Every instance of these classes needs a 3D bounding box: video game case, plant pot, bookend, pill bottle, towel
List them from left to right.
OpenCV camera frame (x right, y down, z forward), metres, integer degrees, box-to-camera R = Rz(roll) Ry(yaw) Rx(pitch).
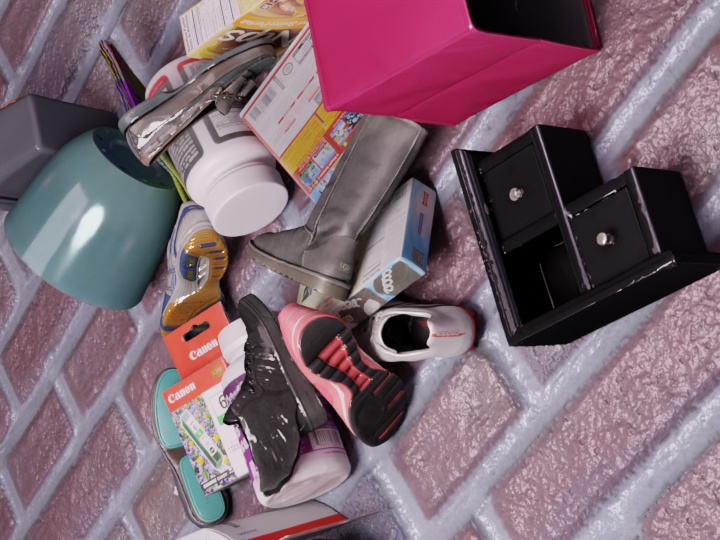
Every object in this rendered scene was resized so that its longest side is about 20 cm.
[{"bbox_3d":[-0.319,-0.079,1.819,0.162,0.199,0.201,-55,54,21],"label":"plant pot"},{"bbox_3d":[-0.260,-0.181,1.784,0.023,0.144,0.201,-30,52,3],"label":"towel"},{"bbox_3d":[-0.167,-0.146,1.712,0.114,0.113,0.201,-48,57,34],"label":"pill bottle"},{"bbox_3d":[-0.092,0.152,1.632,0.112,0.111,0.202,-39,63,39],"label":"pill bottle"},{"bbox_3d":[-0.035,-0.161,1.605,0.143,0.017,0.200,-50,62,17],"label":"video game case"},{"bbox_3d":[0.205,-0.058,1.338,0.199,0.091,0.201,-29,69,41],"label":"bookend"}]

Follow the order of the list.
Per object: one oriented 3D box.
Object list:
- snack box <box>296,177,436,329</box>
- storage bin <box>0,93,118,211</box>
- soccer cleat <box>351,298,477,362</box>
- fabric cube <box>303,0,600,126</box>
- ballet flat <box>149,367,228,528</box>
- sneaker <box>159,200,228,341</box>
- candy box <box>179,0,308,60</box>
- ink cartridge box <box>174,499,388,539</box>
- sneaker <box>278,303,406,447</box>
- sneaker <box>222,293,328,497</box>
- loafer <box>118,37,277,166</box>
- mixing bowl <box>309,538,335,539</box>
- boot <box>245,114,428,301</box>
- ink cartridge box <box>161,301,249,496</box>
[{"bbox_3d":[0.000,0.000,1.552,0.200,0.037,0.117,-38,30,40],"label":"snack box"},{"bbox_3d":[-0.414,-0.167,1.925,0.133,0.199,0.147,-25,72,31],"label":"storage bin"},{"bbox_3d":[0.033,0.063,1.521,0.198,0.084,0.070,-1,89,46],"label":"soccer cleat"},{"bbox_3d":[0.077,-0.270,1.397,0.198,0.198,0.199,-22,75,43],"label":"fabric cube"},{"bbox_3d":[-0.214,0.221,1.793,0.073,0.073,0.202,-30,75,42],"label":"ballet flat"},{"bbox_3d":[-0.202,0.002,1.772,0.201,0.074,0.089,113,148,-42],"label":"sneaker"},{"bbox_3d":[-0.099,-0.297,1.640,0.199,0.114,0.056,-26,71,43],"label":"candy box"},{"bbox_3d":[-0.092,0.279,1.596,0.199,0.160,0.051,-31,73,42],"label":"ink cartridge box"},{"bbox_3d":[-0.020,0.102,1.532,0.074,0.201,0.087,-42,36,-11],"label":"sneaker"},{"bbox_3d":[-0.108,0.129,1.549,0.201,0.103,0.060,58,169,16],"label":"sneaker"},{"bbox_3d":[-0.174,-0.187,1.638,0.198,0.072,0.063,-29,79,5],"label":"loafer"},{"bbox_3d":[-0.035,0.361,1.551,0.198,0.108,0.202,21,128,28],"label":"mixing bowl"},{"bbox_3d":[-0.027,-0.081,1.538,0.181,0.072,0.203,21,92,46],"label":"boot"},{"bbox_3d":[-0.174,0.151,1.728,0.108,0.050,0.202,-31,79,30],"label":"ink cartridge box"}]
